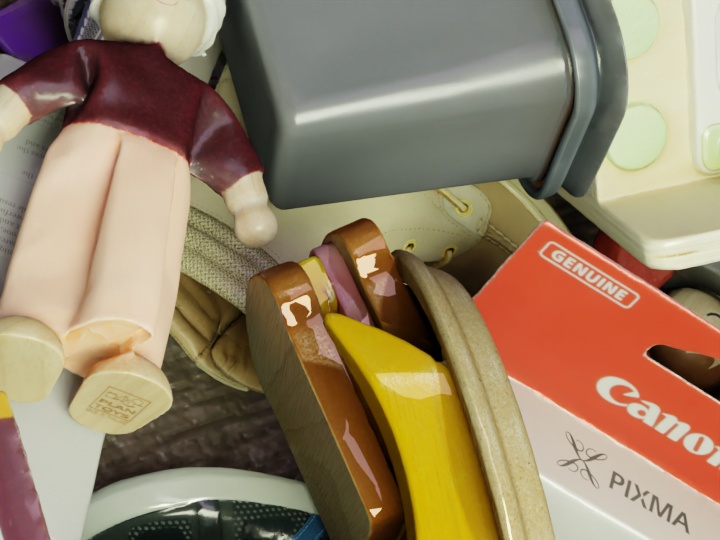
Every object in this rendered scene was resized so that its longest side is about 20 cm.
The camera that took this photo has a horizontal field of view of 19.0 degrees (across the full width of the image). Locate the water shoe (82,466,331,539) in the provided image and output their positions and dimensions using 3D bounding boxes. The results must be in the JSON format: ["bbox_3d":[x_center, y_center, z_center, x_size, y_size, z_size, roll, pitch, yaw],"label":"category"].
[{"bbox_3d":[-0.022,0.131,0.836,0.199,0.072,0.079,13,55,-23],"label":"water shoe"}]

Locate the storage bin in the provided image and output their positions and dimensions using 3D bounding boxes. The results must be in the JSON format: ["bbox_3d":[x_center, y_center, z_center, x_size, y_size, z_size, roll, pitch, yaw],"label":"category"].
[{"bbox_3d":[0.007,-0.118,0.883,0.133,0.146,0.201,-12,69,-11],"label":"storage bin"}]

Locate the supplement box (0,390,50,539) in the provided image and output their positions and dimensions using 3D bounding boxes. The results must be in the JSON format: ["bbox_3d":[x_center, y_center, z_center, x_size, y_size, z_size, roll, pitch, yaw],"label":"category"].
[{"bbox_3d":[-0.178,0.124,0.661,0.110,0.200,0.086,-5,63,-33],"label":"supplement box"}]

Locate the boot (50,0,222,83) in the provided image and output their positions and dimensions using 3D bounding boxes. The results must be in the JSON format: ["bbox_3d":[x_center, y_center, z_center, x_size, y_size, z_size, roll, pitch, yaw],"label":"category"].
[{"bbox_3d":[-0.110,-0.116,0.947,0.090,0.073,0.201,10,46,18],"label":"boot"}]

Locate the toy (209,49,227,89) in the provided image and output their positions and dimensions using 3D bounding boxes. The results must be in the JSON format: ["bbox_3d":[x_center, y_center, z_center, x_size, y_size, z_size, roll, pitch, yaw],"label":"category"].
[{"bbox_3d":[-0.010,-0.128,1.031,0.199,0.047,0.116,-4,60,-33],"label":"toy"}]

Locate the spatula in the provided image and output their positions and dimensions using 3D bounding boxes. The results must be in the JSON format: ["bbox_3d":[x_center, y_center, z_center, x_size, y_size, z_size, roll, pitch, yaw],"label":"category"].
[{"bbox_3d":[-0.171,-0.064,0.911,0.056,0.021,0.200,43,49,3],"label":"spatula"}]

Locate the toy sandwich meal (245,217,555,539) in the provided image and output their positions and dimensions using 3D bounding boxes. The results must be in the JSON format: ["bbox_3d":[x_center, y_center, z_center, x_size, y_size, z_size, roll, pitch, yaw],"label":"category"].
[{"bbox_3d":[0.015,0.081,0.755,0.070,0.206,0.207,-14,65,-8],"label":"toy sandwich meal"}]

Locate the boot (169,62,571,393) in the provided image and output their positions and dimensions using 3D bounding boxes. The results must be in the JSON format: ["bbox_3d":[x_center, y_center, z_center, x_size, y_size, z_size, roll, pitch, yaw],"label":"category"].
[{"bbox_3d":[0.000,0.000,0.938,0.200,0.073,0.156,40,54,-16],"label":"boot"}]

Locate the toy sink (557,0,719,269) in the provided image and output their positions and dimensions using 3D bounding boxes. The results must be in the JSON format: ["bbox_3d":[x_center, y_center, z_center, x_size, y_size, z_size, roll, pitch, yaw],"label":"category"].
[{"bbox_3d":[0.140,-0.095,0.920,0.129,0.113,0.200,-12,23,-11],"label":"toy sink"}]

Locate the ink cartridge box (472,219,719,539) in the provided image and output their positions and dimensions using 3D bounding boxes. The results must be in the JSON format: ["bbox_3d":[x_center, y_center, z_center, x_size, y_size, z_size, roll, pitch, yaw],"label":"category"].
[{"bbox_3d":[0.106,0.089,0.871,0.199,0.174,0.044,31,49,-8],"label":"ink cartridge box"}]

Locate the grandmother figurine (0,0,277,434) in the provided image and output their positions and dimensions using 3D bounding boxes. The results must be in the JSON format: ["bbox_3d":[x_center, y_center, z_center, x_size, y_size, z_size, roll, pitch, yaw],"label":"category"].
[{"bbox_3d":[-0.083,-0.042,0.780,0.121,0.060,0.201,26,51,-28],"label":"grandmother figurine"}]

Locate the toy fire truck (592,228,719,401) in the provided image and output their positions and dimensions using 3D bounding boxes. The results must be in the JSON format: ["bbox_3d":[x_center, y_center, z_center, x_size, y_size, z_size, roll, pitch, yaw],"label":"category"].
[{"bbox_3d":[0.182,0.050,0.986,0.200,0.112,0.168,41,66,-14],"label":"toy fire truck"}]

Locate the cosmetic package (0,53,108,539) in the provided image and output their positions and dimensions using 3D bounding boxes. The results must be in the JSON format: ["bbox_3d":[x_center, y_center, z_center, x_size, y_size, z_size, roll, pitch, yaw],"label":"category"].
[{"bbox_3d":[-0.139,0.034,0.806,0.081,0.113,0.201,21,53,-17],"label":"cosmetic package"}]
